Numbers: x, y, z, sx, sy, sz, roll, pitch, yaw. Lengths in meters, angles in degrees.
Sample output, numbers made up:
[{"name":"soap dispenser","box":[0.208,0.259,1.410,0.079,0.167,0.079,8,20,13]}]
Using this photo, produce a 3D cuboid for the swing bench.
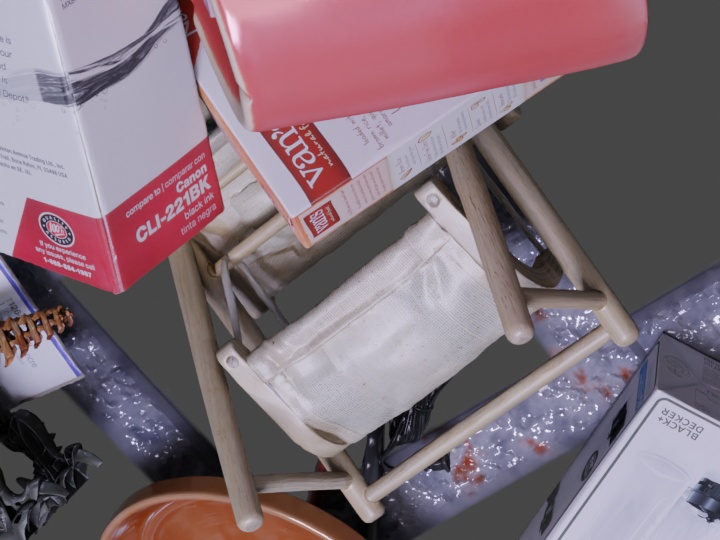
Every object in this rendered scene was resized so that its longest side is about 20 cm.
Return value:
[{"name":"swing bench","box":[0.000,0.000,1.467,0.199,0.130,0.200,-36,70,26]}]

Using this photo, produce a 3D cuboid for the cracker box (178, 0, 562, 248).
[{"name":"cracker box","box":[0.016,-0.123,1.365,0.200,0.058,0.134,-35,73,-3]}]

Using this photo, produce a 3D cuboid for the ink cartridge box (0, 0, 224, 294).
[{"name":"ink cartridge box","box":[-0.159,-0.107,1.342,0.144,0.084,0.200,18,134,36]}]

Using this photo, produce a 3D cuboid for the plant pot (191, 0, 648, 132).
[{"name":"plant pot","box":[0.007,-0.157,1.238,0.177,0.200,0.201,-22,117,-5]}]

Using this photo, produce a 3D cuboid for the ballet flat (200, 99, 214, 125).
[{"name":"ballet flat","box":[-0.162,-0.113,1.470,0.199,0.070,0.070,0,121,0]}]

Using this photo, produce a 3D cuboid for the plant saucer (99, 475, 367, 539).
[{"name":"plant saucer","box":[-0.055,0.188,1.628,0.200,0.032,0.201,14,137,13]}]

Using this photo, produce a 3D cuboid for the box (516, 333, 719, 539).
[{"name":"box","box":[0.164,0.146,1.582,0.116,0.060,0.200,26,120,-8]}]

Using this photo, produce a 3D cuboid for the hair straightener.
[{"name":"hair straightener","box":[0.019,0.084,1.586,0.077,0.041,0.201,13,117,0]}]

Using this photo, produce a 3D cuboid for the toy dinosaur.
[{"name":"toy dinosaur","box":[-0.222,0.093,1.546,0.136,0.102,0.200,45,141,1]}]

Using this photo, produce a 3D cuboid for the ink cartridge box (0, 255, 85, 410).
[{"name":"ink cartridge box","box":[-0.283,0.014,1.581,0.200,0.047,0.198,-25,113,19]}]
